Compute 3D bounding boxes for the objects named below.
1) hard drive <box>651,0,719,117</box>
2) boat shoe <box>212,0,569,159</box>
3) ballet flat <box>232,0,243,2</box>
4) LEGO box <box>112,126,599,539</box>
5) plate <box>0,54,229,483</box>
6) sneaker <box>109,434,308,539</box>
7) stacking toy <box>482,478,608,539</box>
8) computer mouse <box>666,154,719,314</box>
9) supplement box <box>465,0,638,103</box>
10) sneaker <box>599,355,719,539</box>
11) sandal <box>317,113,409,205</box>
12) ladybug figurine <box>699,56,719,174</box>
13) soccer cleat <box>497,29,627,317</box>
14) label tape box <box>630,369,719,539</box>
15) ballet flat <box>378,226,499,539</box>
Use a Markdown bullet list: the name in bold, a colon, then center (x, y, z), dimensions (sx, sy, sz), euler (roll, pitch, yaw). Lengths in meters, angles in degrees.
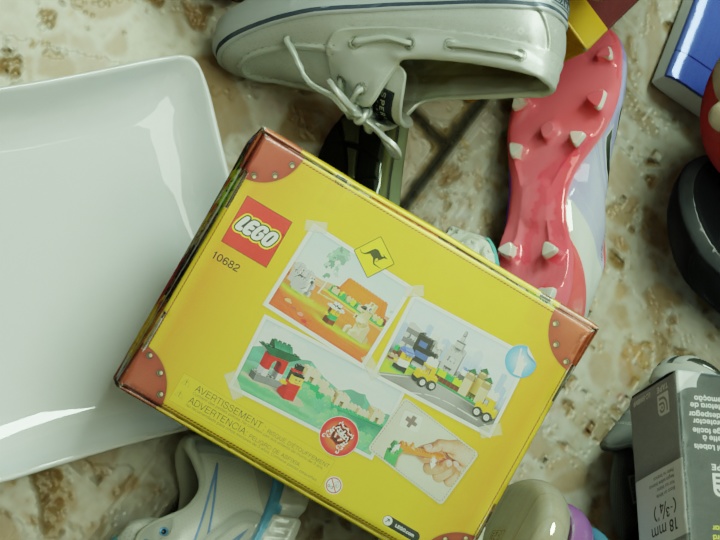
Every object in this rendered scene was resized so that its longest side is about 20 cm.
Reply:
- **hard drive**: center (0.273, -0.172, 1.494), dimensions (0.132, 0.025, 0.201), euler (31, 67, -20)
- **boat shoe**: center (0.013, -0.104, 1.257), dimensions (0.201, 0.075, 0.086), euler (-2, 70, 15)
- **ballet flat**: center (-0.016, -0.197, 1.255), dimensions (0.072, 0.200, 0.068), euler (35, 40, -38)
- **LEGO box**: center (-0.004, 0.043, 1.187), dimensions (0.200, 0.077, 0.149), euler (31, 85, -6)
- **plate**: center (-0.152, -0.002, 1.224), dimensions (0.199, 0.032, 0.200), euler (-13, 86, -30)
- **sneaker**: center (-0.099, 0.176, 1.205), dimensions (0.086, 0.075, 0.201), euler (27, 60, -15)
- **stacking toy**: center (0.147, 0.205, 1.327), dimensions (0.200, 0.085, 0.086), euler (39, 65, -23)
- **computer mouse**: center (0.252, 0.011, 1.430), dimensions (0.200, 0.053, 0.139), euler (39, 51, -19)
- **supplement box**: center (0.097, -0.245, 1.349), dimensions (0.200, 0.133, 0.197), euler (-44, 102, -28)
- **sneaker**: center (0.214, 0.158, 1.380), dimensions (0.115, 0.075, 0.200), euler (-42, 91, -23)
- **sandal**: center (0.001, -0.001, 1.286), dimensions (0.057, 0.080, 0.202), euler (30, 66, -36)
- **ladybug figurine**: center (0.274, -0.084, 1.407), dimensions (0.199, 0.072, 0.136), euler (5, 59, -39)
- **soccer cleat**: center (0.121, -0.047, 1.372), dimensions (0.076, 0.066, 0.201), euler (46, 52, -57)
- **label tape box**: center (0.231, 0.164, 1.299), dimensions (0.144, 0.063, 0.201), euler (7, 68, -21)
- **ballet flat**: center (0.040, 0.068, 1.291), dimensions (0.072, 0.072, 0.201), euler (9, 75, -27)
